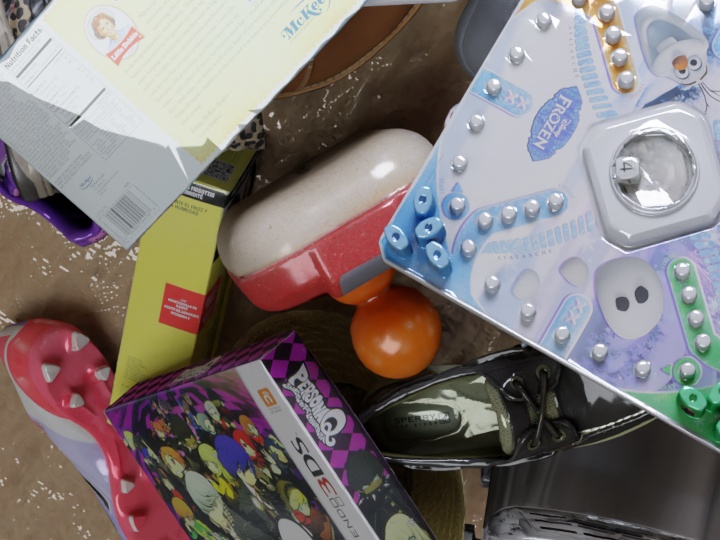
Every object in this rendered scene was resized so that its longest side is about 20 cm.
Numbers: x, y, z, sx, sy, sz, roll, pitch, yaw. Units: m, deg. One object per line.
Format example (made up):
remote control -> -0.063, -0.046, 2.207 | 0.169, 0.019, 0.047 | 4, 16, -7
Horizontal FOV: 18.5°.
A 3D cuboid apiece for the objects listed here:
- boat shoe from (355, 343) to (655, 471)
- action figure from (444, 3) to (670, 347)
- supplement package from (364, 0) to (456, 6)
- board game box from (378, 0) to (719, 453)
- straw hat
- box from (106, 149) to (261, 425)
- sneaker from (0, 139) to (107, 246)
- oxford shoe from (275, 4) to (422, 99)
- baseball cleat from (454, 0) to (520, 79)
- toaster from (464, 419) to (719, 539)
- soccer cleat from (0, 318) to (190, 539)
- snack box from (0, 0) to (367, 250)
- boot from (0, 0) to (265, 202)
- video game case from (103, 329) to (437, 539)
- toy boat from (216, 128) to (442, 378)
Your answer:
boat shoe -> 0.087, 0.077, 1.227 | 0.199, 0.066, 0.072 | -12, 101, 21
action figure -> 0.130, -0.056, 1.152 | 0.134, 0.148, 0.201 | 45, 136, 25
supplement package -> -0.007, -0.249, 1.116 | 0.120, 0.120, 0.201 | 0, 123, 20
board game box -> 0.139, -0.047, 1.044 | 0.199, 0.201, 0.026 | 29, 171, 13
straw hat -> 0.006, 0.111, 1.368 | 0.200, 0.085, 0.203 | 12, 111, 33
box -> -0.108, 0.007, 1.352 | 0.050, 0.075, 0.201 | 20, 126, 5
sneaker -> -0.203, -0.090, 1.311 | 0.200, 0.089, 0.080 | 43, 127, -10
oxford shoe -> -0.046, -0.129, 1.189 | 0.199, 0.071, 0.072 | -29, 86, -7
baseball cleat -> 0.121, -0.151, 1.148 | 0.199, 0.106, 0.070 | -31, 95, 27
toaster -> 0.160, 0.162, 1.328 | 0.198, 0.130, 0.114 | 10, 126, 12
soccer cleat -> -0.171, 0.112, 1.460 | 0.076, 0.067, 0.201 | 11, 139, 51
snack box -> -0.096, -0.117, 1.116 | 0.116, 0.037, 0.200 | 42, 115, -10
boot -> -0.137, -0.147, 1.251 | 0.149, 0.073, 0.202 | -8, 85, -3
video game case -> -0.048, 0.132, 1.284 | 0.199, 0.036, 0.182 | -19, 107, 56
toy boat -> 0.000, 0.000, 1.233 | 0.130, 0.200, 0.131 | -30, 97, -4
